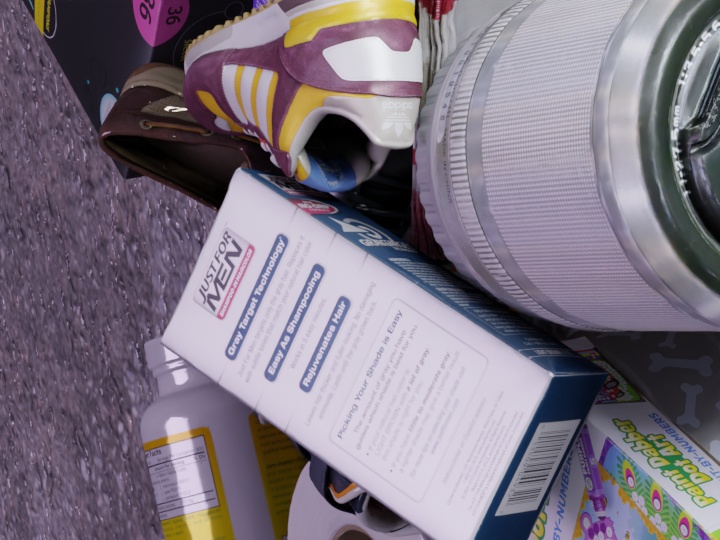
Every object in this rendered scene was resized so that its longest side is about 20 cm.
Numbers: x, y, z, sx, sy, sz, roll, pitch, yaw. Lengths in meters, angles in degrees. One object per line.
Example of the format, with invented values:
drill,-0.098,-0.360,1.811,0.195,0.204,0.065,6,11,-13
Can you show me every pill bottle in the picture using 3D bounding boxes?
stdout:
pill bottle,-0.085,0.138,1.628,0.104,0.104,0.202,-23,79,62

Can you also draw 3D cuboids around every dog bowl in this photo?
dog bowl,0.141,0.117,1.238,0.200,0.058,0.202,33,129,54

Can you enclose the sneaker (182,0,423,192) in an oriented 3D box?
sneaker,-0.033,-0.077,1.198,0.200,0.074,0.091,155,112,-64

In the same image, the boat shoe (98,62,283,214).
boat shoe,-0.060,-0.048,1.438,0.199,0.072,0.072,29,132,0

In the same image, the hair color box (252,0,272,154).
hair color box,0.004,-0.162,1.341,0.065,0.109,0.201,53,143,43

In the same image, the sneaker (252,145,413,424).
sneaker,0.001,0.001,1.255,0.202,0.076,0.147,-48,35,48

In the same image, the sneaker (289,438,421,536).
sneaker,-0.003,0.095,1.365,0.199,0.078,0.080,20,82,42

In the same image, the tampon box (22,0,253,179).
tampon box,-0.122,-0.184,1.553,0.200,0.125,0.150,57,146,36

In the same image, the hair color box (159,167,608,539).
hair color box,0.008,0.041,1.166,0.199,0.060,0.101,33,106,28

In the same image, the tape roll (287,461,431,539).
tape roll,0.032,0.195,1.462,0.202,0.070,0.204,33,129,54

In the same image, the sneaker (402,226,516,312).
sneaker,0.029,0.012,1.377,0.200,0.078,0.080,14,91,59

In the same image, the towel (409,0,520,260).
towel,0.071,-0.117,1.209,0.023,0.144,0.201,14,115,29

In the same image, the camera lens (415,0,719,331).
camera lens,0.133,-0.054,1.080,0.200,0.159,0.161,-2,99,62

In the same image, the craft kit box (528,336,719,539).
craft kit box,0.131,0.167,1.169,0.198,0.048,0.201,47,139,50

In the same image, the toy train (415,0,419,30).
toy train,0.024,-0.151,1.257,0.201,0.113,0.085,73,170,-47
